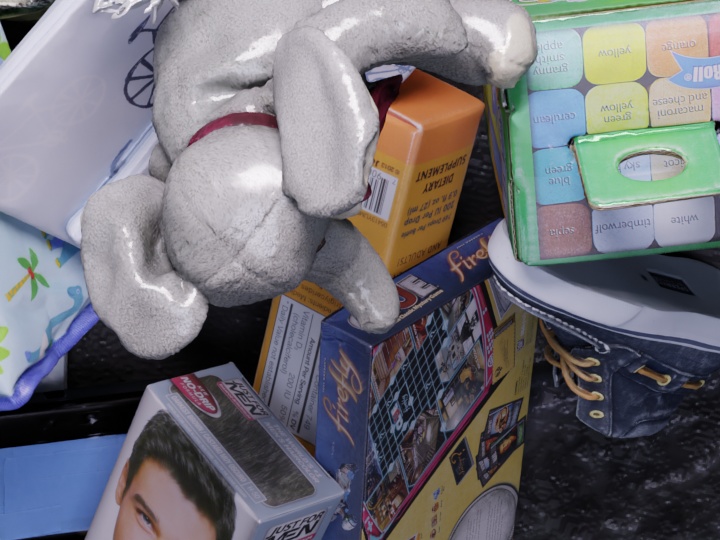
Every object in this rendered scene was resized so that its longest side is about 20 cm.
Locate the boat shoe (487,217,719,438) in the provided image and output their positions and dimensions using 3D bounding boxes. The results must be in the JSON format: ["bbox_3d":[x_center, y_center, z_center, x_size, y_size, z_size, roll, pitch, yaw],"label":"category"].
[{"bbox_3d":[0.118,0.035,1.175,0.200,0.071,0.091,15,120,-45],"label":"boat shoe"}]

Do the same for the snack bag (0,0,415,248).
[{"bbox_3d":[-0.076,-0.079,1.047,0.189,0.021,0.200,-46,142,13],"label":"snack bag"}]

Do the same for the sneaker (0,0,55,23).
[{"bbox_3d":[-0.136,-0.138,1.107,0.199,0.089,0.077,5,115,-7],"label":"sneaker"}]

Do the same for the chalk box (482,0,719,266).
[{"bbox_3d":[0.122,-0.085,1.083,0.124,0.200,0.124,-6,115,-1],"label":"chalk box"}]

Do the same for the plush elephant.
[{"bbox_3d":[-0.031,-0.042,0.959,0.199,0.156,0.164,25,137,-38],"label":"plush elephant"}]

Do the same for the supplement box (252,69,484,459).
[{"bbox_3d":[0.000,0.000,1.180,0.069,0.066,0.201,28,118,25],"label":"supplement box"}]

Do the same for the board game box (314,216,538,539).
[{"bbox_3d":[0.033,0.087,1.191,0.035,0.135,0.201,28,130,33],"label":"board game box"}]

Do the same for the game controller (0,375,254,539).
[{"bbox_3d":[-0.144,0.107,1.225,0.199,0.042,0.105,-6,117,-16],"label":"game controller"}]

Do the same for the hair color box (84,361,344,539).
[{"bbox_3d":[-0.090,0.156,1.191,0.060,0.099,0.201,-13,139,-43],"label":"hair color box"}]

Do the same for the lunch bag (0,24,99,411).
[{"bbox_3d":[-0.238,-0.023,1.115,0.199,0.127,0.171,-8,114,32],"label":"lunch bag"}]

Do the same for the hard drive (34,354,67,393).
[{"bbox_3d":[-0.223,0.087,1.243,0.131,0.027,0.201,2,115,-4],"label":"hard drive"}]
